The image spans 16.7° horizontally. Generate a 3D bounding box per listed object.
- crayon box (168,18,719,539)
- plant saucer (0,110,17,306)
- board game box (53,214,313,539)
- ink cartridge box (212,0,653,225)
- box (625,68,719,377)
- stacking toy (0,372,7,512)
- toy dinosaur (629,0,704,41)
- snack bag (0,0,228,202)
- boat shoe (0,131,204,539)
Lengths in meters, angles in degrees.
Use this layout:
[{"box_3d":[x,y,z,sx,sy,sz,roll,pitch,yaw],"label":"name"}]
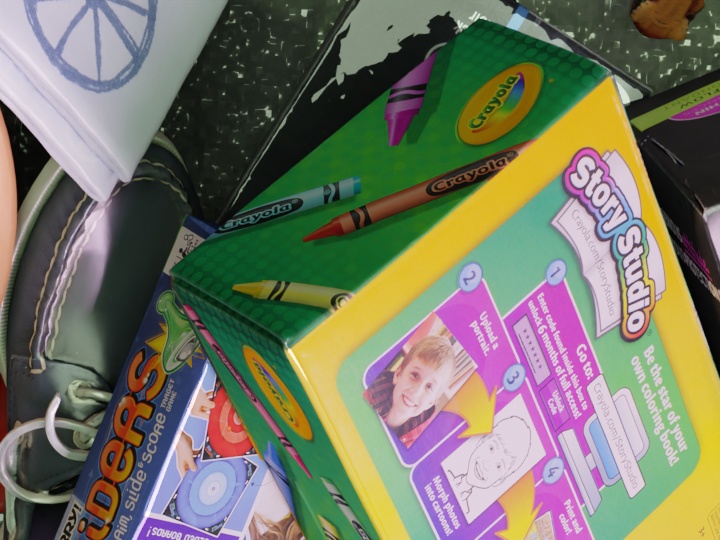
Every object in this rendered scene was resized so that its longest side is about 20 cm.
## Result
[{"box_3d":[0.040,0.046,0.694,0.119,0.058,0.201,-40,129,-20],"label":"crayon box"},{"box_3d":[-0.187,-0.004,0.663,0.199,0.032,0.201,-13,120,-24],"label":"plant saucer"},{"box_3d":[0.005,0.073,0.742,0.199,0.034,0.136,18,97,-42],"label":"board game box"},{"box_3d":[0.000,0.000,0.790,0.099,0.039,0.201,31,96,-6],"label":"ink cartridge box"},{"box_3d":[0.185,0.027,0.739,0.148,0.124,0.201,-23,108,1],"label":"box"},{"box_3d":[-0.158,-0.002,0.747,0.085,0.085,0.200,-34,123,2],"label":"stacking toy"},{"box_3d":[0.161,-0.141,0.757,0.199,0.105,0.182,18,114,-14],"label":"toy dinosaur"},{"box_3d":[-0.095,-0.151,0.688,0.200,0.021,0.189,47,50,-31],"label":"snack bag"},{"box_3d":[-0.078,0.057,0.737,0.074,0.062,0.201,4,111,-26],"label":"boat shoe"}]
